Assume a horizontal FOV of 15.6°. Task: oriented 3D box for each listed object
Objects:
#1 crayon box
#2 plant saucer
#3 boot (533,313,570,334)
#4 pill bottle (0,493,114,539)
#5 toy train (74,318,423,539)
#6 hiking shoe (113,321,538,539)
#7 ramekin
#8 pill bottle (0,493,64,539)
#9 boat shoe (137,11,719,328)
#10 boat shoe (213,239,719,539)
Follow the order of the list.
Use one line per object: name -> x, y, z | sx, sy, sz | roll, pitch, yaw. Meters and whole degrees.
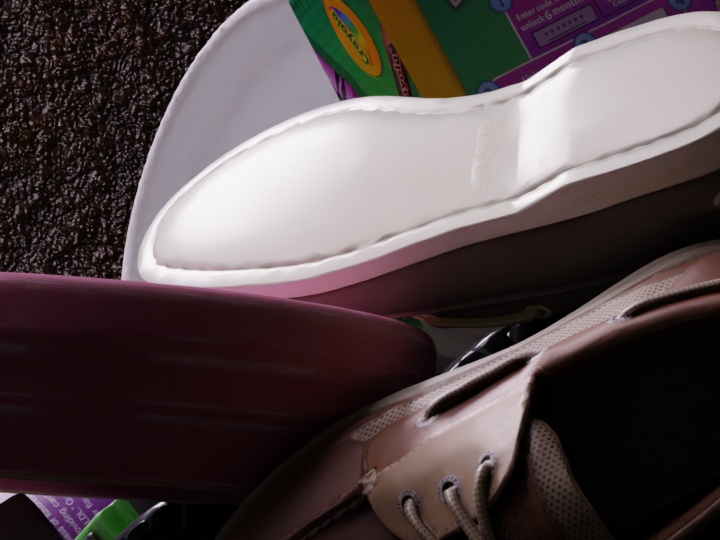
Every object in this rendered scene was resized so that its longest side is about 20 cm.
crayon box -> 0.093, -0.084, 0.846 | 0.200, 0.119, 0.058 | -27, -4, -19
plant saucer -> -0.080, 0.037, 0.732 | 0.200, 0.051, 0.201 | 4, -7, 1
boot -> 0.131, -0.006, 0.779 | 0.130, 0.068, 0.200 | -29, 5, 23
pill bottle -> -0.131, 0.134, 1.156 | 0.200, 0.113, 0.112 | -35, 1, -22
toy train -> -0.046, 0.059, 0.880 | 0.200, 0.042, 0.056 | -49, -10, 36
hiking shoe -> 0.000, 0.086, 0.845 | 0.200, 0.076, 0.101 | -28, -10, 4
ramekin -> 0.000, 0.000, 0.977 | 0.097, 0.201, 0.200 | 11, -28, -33
pill bottle -> -0.150, 0.157, 0.727 | 0.200, 0.114, 0.113 | -34, 1, -12
boat shoe -> 0.031, -0.014, 0.733 | 0.201, 0.060, 0.072 | -14, 44, 29
boat shoe -> 0.036, 0.056, 0.648 | 0.200, 0.076, 0.072 | -36, 3, -3
